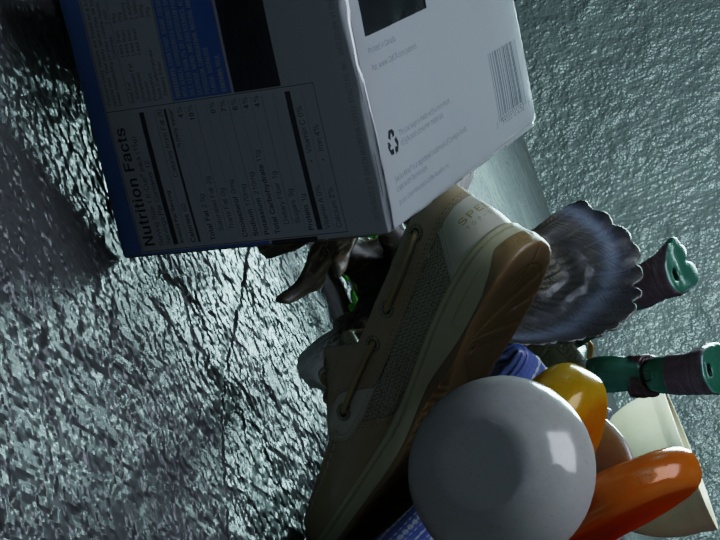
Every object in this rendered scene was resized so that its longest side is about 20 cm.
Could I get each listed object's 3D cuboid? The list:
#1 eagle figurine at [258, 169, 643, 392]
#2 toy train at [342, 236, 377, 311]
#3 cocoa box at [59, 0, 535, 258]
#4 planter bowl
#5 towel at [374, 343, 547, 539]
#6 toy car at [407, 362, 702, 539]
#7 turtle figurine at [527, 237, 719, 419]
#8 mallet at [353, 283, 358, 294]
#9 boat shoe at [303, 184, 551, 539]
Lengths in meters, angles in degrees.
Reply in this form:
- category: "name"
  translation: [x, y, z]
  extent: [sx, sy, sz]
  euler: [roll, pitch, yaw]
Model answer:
- category: "eagle figurine"
  translation: [0.045, -0.004, 0.831]
  extent: [0.200, 0.151, 0.152]
  euler: [26, 26, -47]
- category: "toy train"
  translation: [-0.019, -0.056, 1.015]
  extent: [0.056, 0.042, 0.200]
  euler: [-100, 168, -85]
- category: "cocoa box"
  translation: [-0.021, -0.099, 0.680]
  extent: [0.200, 0.131, 0.134]
  euler: [-39, 120, -60]
- category: "planter bowl"
  translation: [0.376, 0.269, 1.998]
  extent: [0.200, 0.135, 0.200]
  euler: [-21, 90, -78]
- category: "towel"
  translation: [0.063, 0.117, 0.848]
  extent: [0.024, 0.145, 0.200]
  euler: [44, 0, 27]
- category: "toy car"
  translation: [0.082, 0.150, 0.691]
  extent: [0.150, 0.200, 0.175]
  euler: [34, 3, 22]
- category: "turtle figurine"
  translation: [0.121, 0.054, 0.946]
  extent: [0.150, 0.200, 0.101]
  euler: [60, 35, -21]
- category: "mallet"
  translation: [0.000, 0.000, 0.967]
  extent: [0.066, 0.041, 0.200]
  euler: [23, 50, -78]
- category: "boat shoe"
  translation: [0.017, 0.052, 0.711]
  extent: [0.065, 0.200, 0.072]
  euler: [38, 28, 23]
